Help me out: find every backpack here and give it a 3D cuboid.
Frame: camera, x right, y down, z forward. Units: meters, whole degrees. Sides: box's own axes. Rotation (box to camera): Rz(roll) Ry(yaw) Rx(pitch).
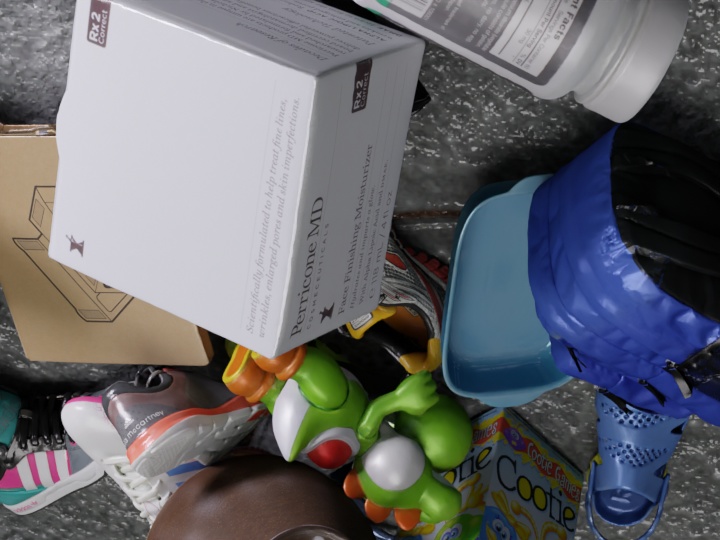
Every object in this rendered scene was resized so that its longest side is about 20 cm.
[{"bbox_3d":[0.201,0.011,1.538,0.200,0.163,0.168,29,131,-31],"label":"backpack"}]

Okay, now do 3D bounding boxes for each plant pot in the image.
[{"bbox_3d":[-0.056,0.228,1.645,0.186,0.188,0.200,25,170,-10],"label":"plant pot"}]

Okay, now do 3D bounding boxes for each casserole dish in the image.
[{"bbox_3d":[0.116,0.008,1.632,0.121,0.039,0.201,-5,125,-18],"label":"casserole dish"}]

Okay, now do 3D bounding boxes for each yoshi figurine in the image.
[{"bbox_3d":[0.005,0.101,1.665,0.200,0.112,0.112,41,102,-12],"label":"yoshi figurine"}]

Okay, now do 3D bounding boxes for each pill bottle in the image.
[{"bbox_3d":[0.103,-0.181,1.450,0.199,0.113,0.113,26,132,-11],"label":"pill bottle"}]

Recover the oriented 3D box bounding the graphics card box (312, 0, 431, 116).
[{"bbox_3d":[-0.058,-0.111,1.560,0.200,0.051,0.126,-39,83,37],"label":"graphics card box"}]

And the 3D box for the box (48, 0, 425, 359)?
[{"bbox_3d":[-0.085,-0.078,1.474,0.199,0.131,0.200,23,117,28],"label":"box"}]

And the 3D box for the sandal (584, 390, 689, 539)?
[{"bbox_3d":[0.213,0.140,1.731,0.079,0.087,0.201,7,131,10],"label":"sandal"}]

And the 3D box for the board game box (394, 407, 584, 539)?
[{"bbox_3d":[0.094,0.223,1.753,0.105,0.200,0.103,-31,118,35],"label":"board game box"}]

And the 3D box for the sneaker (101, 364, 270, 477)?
[{"bbox_3d":[-0.130,0.099,1.710,0.077,0.200,0.082,-43,76,16],"label":"sneaker"}]

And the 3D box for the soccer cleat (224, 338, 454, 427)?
[{"bbox_3d":[-0.020,0.104,1.763,0.199,0.065,0.084,22,122,-9],"label":"soccer cleat"}]

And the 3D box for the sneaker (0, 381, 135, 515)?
[{"bbox_3d":[-0.270,0.124,1.838,0.121,0.084,0.200,33,132,-29],"label":"sneaker"}]

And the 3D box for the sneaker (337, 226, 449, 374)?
[{"bbox_3d":[0.000,0.000,1.658,0.200,0.082,0.078,37,129,-19],"label":"sneaker"}]

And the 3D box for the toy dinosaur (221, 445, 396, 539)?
[{"bbox_3d":[-0.003,0.228,1.894,0.200,0.105,0.182,37,160,33],"label":"toy dinosaur"}]

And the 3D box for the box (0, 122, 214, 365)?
[{"bbox_3d":[-0.205,-0.018,1.662,0.163,0.021,0.201,1,123,27],"label":"box"}]

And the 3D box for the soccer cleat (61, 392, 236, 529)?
[{"bbox_3d":[-0.154,0.167,1.763,0.200,0.087,0.070,32,145,-32],"label":"soccer cleat"}]
